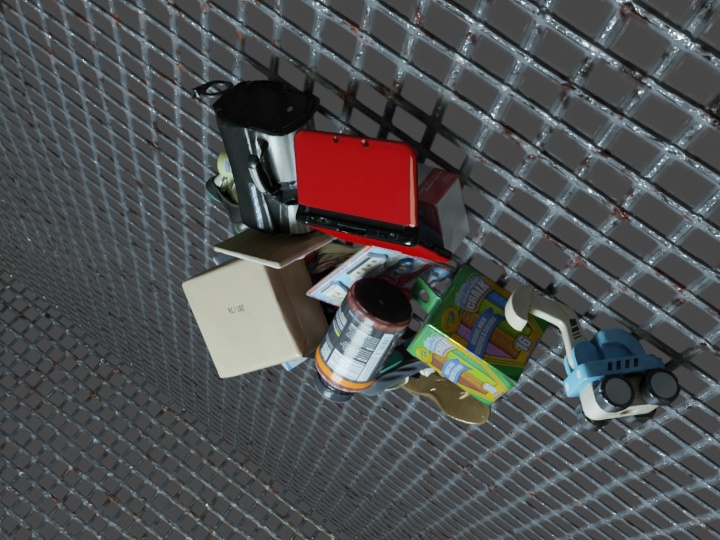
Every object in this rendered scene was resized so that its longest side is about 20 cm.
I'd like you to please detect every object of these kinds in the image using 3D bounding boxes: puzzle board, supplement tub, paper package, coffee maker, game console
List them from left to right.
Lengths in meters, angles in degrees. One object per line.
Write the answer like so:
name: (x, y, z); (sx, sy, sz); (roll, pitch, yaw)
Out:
paper package: (-0.173, 0.065, 1.432); (0.199, 0.103, 0.191); (-18, 95, 36)
coffee maker: (-0.135, -0.169, 1.257); (0.192, 0.134, 0.201); (41, 150, 38)
puzzle board: (-0.103, -0.056, 1.318); (0.150, 0.200, 0.017); (13, 122, 42)
supplement tub: (-0.004, 0.114, 1.320); (0.107, 0.107, 0.200); (35, 125, 9)
game console: (0.019, -0.098, 1.141); (0.199, 0.119, 0.172); (14, 177, 36)
puzzle board: (0.029, 0.021, 1.336); (0.150, 0.017, 0.200); (19, 144, -29)

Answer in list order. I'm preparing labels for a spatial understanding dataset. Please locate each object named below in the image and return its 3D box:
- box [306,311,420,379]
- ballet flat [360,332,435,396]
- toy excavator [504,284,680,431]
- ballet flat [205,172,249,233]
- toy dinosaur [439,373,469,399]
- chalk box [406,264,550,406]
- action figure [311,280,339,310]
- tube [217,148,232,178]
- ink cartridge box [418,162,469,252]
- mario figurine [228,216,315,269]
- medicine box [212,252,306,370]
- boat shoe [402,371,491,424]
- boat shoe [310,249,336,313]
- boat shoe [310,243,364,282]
box: (-0.009, 0.130, 1.526); (0.199, 0.087, 0.163); (16, 172, -39)
ballet flat: (0.081, 0.155, 1.435); (0.073, 0.199, 0.073); (61, 168, 22)
toy excavator: (0.310, 0.111, 1.171); (0.194, 0.201, 0.100); (-6, 153, -10)
ballet flat: (-0.213, -0.135, 1.475); (0.200, 0.068, 0.069); (47, 134, 46)
toy dinosaur: (0.168, 0.167, 1.485); (0.106, 0.060, 0.200); (51, 152, -21)
chalk box: (0.157, 0.086, 1.280); (0.200, 0.124, 0.125); (33, 154, 4)
action figure: (-0.029, 0.047, 1.491); (0.199, 0.066, 0.052); (10, 157, -9)
tube: (-0.143, -0.158, 1.391); (0.199, 0.052, 0.058); (17, -173, 30)
ink cartridge box: (0.047, -0.101, 1.203); (0.199, 0.068, 0.117); (21, 149, 30)
mario figurine: (-0.142, -0.068, 1.526); (0.200, 0.106, 0.123); (29, -171, 41)
medicine box: (-0.171, 0.058, 1.640); (0.200, 0.103, 0.183); (44, 163, 40)
boat shoe: (0.165, 0.225, 1.589); (0.199, 0.072, 0.072); (21, -174, 33)
boat shoe: (-0.062, 0.032, 1.560); (0.072, 0.068, 0.200); (30, 152, 18)
boat shoe: (0.000, 0.000, 1.391); (0.199, 0.072, 0.072); (6, 139, 37)
